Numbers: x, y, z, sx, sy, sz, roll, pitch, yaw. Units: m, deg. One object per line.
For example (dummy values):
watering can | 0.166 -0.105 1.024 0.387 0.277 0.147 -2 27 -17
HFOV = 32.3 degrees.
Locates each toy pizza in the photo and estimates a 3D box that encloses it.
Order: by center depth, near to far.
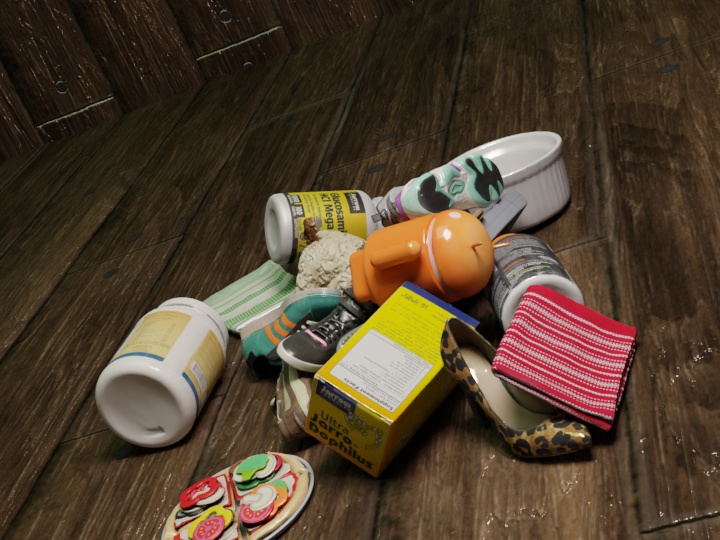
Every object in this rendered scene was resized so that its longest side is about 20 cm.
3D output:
toy pizza | -0.150 0.276 1.481 0.200 0.032 0.200 -21 22 9

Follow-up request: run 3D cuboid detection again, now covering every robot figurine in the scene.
robot figurine | 0.084 -0.011 1.569 0.200 0.144 0.117 -15 38 32

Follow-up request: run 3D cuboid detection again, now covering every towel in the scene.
towel | 0.232 0.090 1.387 0.144 0.023 0.200 26 32 7
towel | -0.171 0.044 2.034 0.152 0.023 0.200 -32 23 -14

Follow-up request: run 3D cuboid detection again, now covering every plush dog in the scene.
plush dog | 0.000 0.000 1.828 0.171 0.161 0.200 8 31 13

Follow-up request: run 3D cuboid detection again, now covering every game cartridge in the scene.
game cartridge | 0.161 -0.029 1.740 0.200 0.041 0.133 -45 -15 -40

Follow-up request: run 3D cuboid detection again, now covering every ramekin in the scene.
ramekin | 0.224 -0.129 1.900 0.200 0.098 0.201 -19 20 7

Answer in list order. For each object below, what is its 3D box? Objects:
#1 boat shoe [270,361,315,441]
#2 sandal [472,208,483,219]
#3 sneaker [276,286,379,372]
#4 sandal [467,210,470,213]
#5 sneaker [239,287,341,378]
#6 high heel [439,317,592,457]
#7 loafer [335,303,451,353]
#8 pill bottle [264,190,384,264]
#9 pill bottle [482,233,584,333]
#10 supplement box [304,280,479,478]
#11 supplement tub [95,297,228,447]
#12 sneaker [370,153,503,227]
boat shoe | -0.089 0.160 1.629 0.075 0.075 0.202 -37 17 6
sandal | 0.080 -0.019 1.707 0.212 0.070 0.078 -55 -10 25
sneaker | -0.033 0.071 1.641 0.071 0.099 0.200 38 25 23
sandal | 0.082 -0.041 1.780 0.200 0.082 0.055 -28 38 -27
sneaker | -0.092 0.089 1.742 0.071 0.080 0.200 9 -30 -41
high heel | 0.163 0.125 1.351 0.071 0.143 0.200 -35 24 -24
loafer | 0.042 0.088 1.641 0.200 0.075 0.070 -22 -21 -32
pill bottle | -0.044 -0.071 1.976 0.200 0.113 0.112 -4 16 -19
pill bottle | 0.212 0.018 1.589 0.106 0.106 0.200 -23 22 4
supplement box | 0.038 0.126 1.473 0.109 0.110 0.200 31 48 18
supplement tub | -0.275 0.140 1.764 0.144 0.145 0.200 -15 24 22
sneaker | 0.095 -0.102 1.716 0.200 0.078 0.140 -14 -3 -44
